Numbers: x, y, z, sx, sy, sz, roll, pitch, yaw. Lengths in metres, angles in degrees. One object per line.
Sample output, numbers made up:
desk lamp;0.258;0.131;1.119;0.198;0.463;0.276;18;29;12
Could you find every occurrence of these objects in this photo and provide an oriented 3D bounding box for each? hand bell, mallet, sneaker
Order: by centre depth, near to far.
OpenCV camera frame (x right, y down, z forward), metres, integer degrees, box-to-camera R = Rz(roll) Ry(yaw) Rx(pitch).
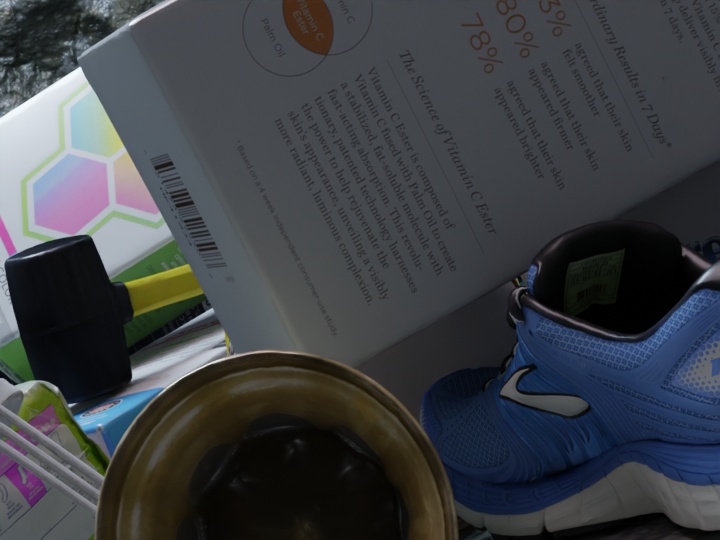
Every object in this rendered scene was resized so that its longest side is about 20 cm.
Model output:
sneaker;0.078;0.027;0.825;0.078;0.090;0.200;-26;6;-31
hand bell;-0.004;0.079;0.846;0.104;0.105;0.200;-23;-7;10
mallet;-0.049;0.008;1.129;0.199;0.066;0.041;-10;3;-27

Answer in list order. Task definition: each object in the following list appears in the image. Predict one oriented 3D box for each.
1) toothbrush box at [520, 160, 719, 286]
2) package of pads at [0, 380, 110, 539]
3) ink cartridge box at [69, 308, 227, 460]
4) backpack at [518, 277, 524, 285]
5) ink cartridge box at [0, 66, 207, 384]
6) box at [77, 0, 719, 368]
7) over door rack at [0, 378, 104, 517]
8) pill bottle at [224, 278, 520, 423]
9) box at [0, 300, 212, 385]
toothbrush box;0.170;-0.029;0.972;0.146;0.086;0.200;-18;9;43
package of pads;-0.191;0.126;0.988;0.200;0.068;0.154;-43;16;-35
ink cartridge box;-0.070;0.066;1.152;0.116;0.068;0.200;-17;10;41
backpack;0.058;-0.060;1.253;0.153;0.177;0.199;13;-9;-43
ink cartridge box;-0.086;-0.044;1.186;0.199;0.104;0.059;-31;-31;4
box;0.030;-0.064;0.868;0.199;0.125;0.097;-29;6;-14
over door rack;-0.170;0.099;0.866;0.200;0.147;0.067;-45;-15;-48
pill bottle;0.000;0.000;1.022;0.109;0.110;0.200;-23;24;4
box;-0.166;0.071;1.293;0.200;0.108;0.148;-30;9;-39
